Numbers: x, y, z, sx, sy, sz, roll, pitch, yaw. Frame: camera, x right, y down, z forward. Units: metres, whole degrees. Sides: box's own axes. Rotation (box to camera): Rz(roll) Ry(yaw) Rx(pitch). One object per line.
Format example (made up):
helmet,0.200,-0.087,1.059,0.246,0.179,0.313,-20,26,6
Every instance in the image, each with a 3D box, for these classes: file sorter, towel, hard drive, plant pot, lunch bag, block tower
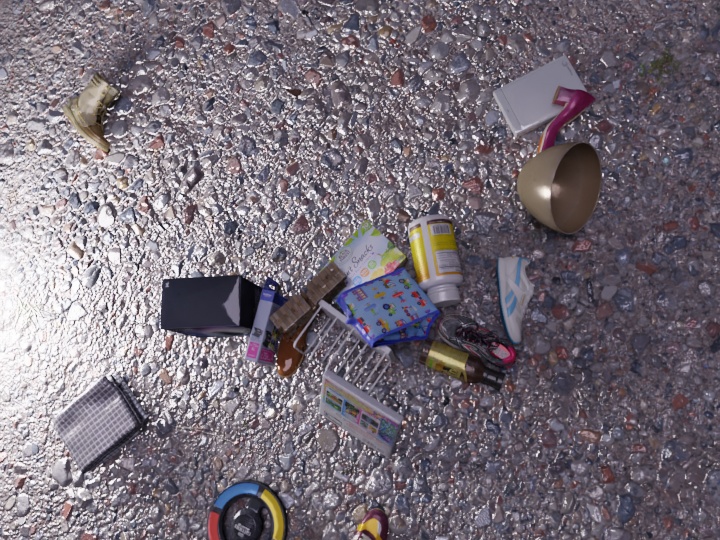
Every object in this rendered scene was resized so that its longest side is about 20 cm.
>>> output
file sorter,-0.035,0.188,1.432,0.198,0.139,0.125,33,81,15
towel,-0.647,0.375,1.540,0.199,0.086,0.166,-41,75,0
hard drive,0.447,-0.432,1.538,0.197,0.027,0.134,-26,75,4
plant pot,0.440,-0.195,1.423,0.133,0.199,0.203,19,80,49
lunch bag,0.052,0.091,1.393,0.197,0.095,0.151,-11,49,-35
block tower,-0.118,0.069,1.458,0.199,0.058,0.054,-42,70,-5

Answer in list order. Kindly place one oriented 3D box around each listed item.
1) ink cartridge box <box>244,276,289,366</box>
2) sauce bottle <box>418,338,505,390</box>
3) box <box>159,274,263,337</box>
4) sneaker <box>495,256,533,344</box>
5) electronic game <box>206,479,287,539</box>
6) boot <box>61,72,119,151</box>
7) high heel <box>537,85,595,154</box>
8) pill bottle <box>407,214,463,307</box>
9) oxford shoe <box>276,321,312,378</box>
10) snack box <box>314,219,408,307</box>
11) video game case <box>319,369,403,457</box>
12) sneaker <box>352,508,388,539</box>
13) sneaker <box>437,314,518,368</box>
ink cartridge box,-0.220,0.124,1.495,0.041,0.119,0.204,9,80,12
sauce bottle,0.232,0.218,1.419,0.197,0.065,0.066,20,82,16
box,-0.346,0.091,1.485,0.196,0.198,0.126,-3,77,10
sneaker,0.358,0.066,1.424,0.079,0.077,0.204,-4,79,7
electronic game,-0.265,0.594,1.444,0.196,0.042,0.204,-2,78,10
boot,-0.729,-0.444,1.737,0.155,0.073,0.200,-45,69,2
high heel,0.489,-0.336,1.488,0.094,0.067,0.204,17,88,6
pill bottle,0.179,-0.020,1.457,0.107,0.109,0.204,-11,76,8
oxford shoe,-0.163,0.160,1.504,0.070,0.071,0.204,15,83,12
snack box,0.000,0.000,1.515,0.142,0.053,0.200,41,88,17
video game case,-0.004,0.323,1.389,0.198,0.184,0.024,29,53,15
sneaker,0.000,0.624,1.362,0.074,0.090,0.203,25,84,14
sneaker,0.270,0.155,1.421,0.197,0.075,0.082,23,83,15
